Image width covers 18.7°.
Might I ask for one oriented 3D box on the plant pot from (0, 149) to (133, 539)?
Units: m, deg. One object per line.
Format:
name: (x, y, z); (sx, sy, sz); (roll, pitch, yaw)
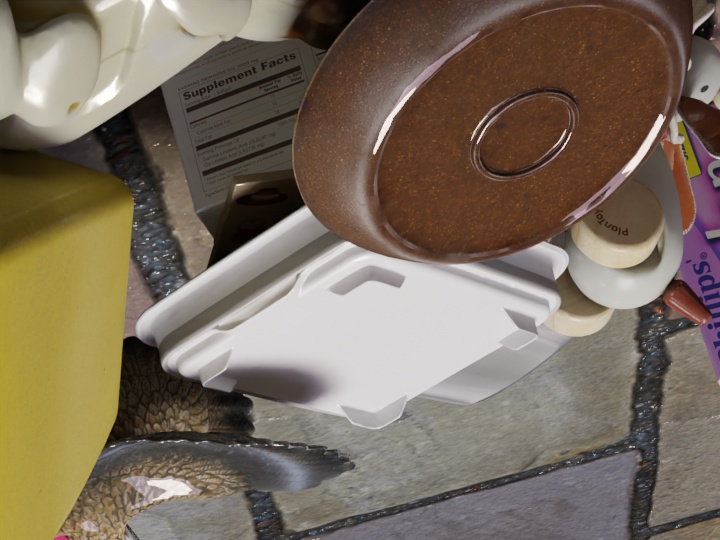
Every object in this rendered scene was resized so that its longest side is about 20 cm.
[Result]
plant pot: (-0.210, 0.027, 1.004); (0.176, 0.199, 0.201); (-37, 139, -56)

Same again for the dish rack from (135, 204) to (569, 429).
dish rack: (0.002, 0.028, 1.126); (0.171, 0.044, 0.200); (-31, 150, 30)

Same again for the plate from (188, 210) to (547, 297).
plate: (0.000, 0.000, 1.146); (0.199, 0.026, 0.200); (-14, 154, -7)

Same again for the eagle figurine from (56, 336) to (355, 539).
eagle figurine: (-0.127, 0.107, 1.146); (0.200, 0.152, 0.151); (-37, 165, -14)

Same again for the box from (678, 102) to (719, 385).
box: (0.296, -0.032, 1.351); (0.199, 0.177, 0.097); (-23, 154, 16)

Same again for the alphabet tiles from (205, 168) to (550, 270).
alphabet tiles: (0.022, -0.033, 1.130); (0.199, 0.008, 0.167); (-8, 153, -17)

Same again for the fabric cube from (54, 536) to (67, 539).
fabric cube: (-0.291, 0.140, 1.274); (0.196, 0.200, 0.200); (10, 125, -41)

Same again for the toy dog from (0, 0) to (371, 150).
toy dog: (-0.088, -0.129, 0.964); (0.199, 0.140, 0.194); (-20, 139, -16)

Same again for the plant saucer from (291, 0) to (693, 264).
plant saucer: (0.067, -0.069, 0.974); (0.200, 0.035, 0.201); (-18, 142, -14)

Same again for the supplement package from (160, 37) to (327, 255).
supplement package: (-0.004, -0.063, 1.190); (0.155, 0.111, 0.200); (-19, 154, 6)

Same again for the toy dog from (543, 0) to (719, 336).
toy dog: (0.177, -0.043, 1.220); (0.096, 0.200, 0.132); (29, 168, 3)

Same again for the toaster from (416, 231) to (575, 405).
toaster: (0.052, 0.011, 1.377); (0.129, 0.114, 0.200); (9, 148, -35)
